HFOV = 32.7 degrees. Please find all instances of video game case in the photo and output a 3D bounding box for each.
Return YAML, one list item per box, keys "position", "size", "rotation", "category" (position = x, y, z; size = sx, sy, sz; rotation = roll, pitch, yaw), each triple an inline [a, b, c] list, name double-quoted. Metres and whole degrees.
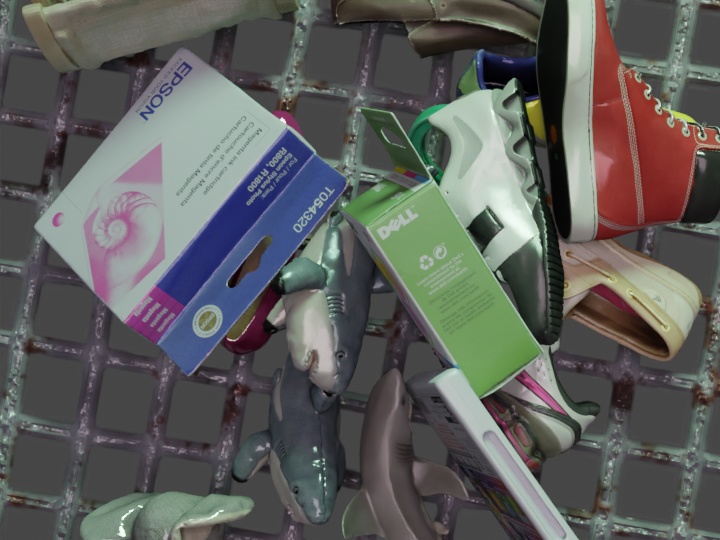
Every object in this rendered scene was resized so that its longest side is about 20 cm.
- position: [0.101, 0.152, 0.904]
  size: [0.023, 0.200, 0.182]
  rotation: [-35, 88, -7]
  category: "video game case"

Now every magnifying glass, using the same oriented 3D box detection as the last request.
- position: [0.126, -0.063, 0.985]
  size: [0.200, 0.080, 0.022]
  rotation: [32, 48, -6]
  category: "magnifying glass"

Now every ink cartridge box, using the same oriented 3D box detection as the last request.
- position: [0.041, -0.015, 0.865]
  size: [0.059, 0.104, 0.200]
  rotation: [-34, 104, -3]
  category: "ink cartridge box"
- position: [-0.138, -0.052, 0.962]
  size: [0.200, 0.043, 0.196]
  rotation: [39, 90, 35]
  category: "ink cartridge box"

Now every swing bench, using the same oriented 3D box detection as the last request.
- position: [-0.168, -0.266, 0.945]
  size: [0.199, 0.130, 0.200]
  rotation: [-15, 108, 2]
  category: "swing bench"

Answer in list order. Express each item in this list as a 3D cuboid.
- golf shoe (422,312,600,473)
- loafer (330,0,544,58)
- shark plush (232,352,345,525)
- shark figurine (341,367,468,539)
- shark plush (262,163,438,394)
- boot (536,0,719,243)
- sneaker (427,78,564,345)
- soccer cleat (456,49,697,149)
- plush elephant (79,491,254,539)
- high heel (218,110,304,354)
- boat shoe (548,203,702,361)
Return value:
- position: [0.107, 0.059, 0.976]
  size: [0.092, 0.073, 0.200]
  rotation: [-34, 91, -4]
  category: "golf shoe"
- position: [0.066, -0.204, 0.992]
  size: [0.200, 0.073, 0.071]
  rotation: [16, 99, 9]
  category: "loafer"
- position: [-0.026, 0.099, 0.967]
  size: [0.091, 0.083, 0.200]
  rotation: [23, 74, -15]
  category: "shark plush"
- position: [0.034, 0.198, 0.924]
  size: [0.215, 0.089, 0.128]
  rotation: [58, 134, 20]
  category: "shark figurine"
- position: [0.000, 0.000, 0.943]
  size: [0.083, 0.091, 0.200]
  rotation: [32, 53, 6]
  category: "shark plush"
- position: [0.211, -0.127, 0.914]
  size: [0.144, 0.072, 0.200]
  rotation: [-9, 104, -7]
  category: "boot"
- position: [0.099, -0.036, 0.917]
  size: [0.088, 0.074, 0.200]
  rotation: [-14, 77, 14]
  category: "sneaker"
- position: [0.174, -0.126, 0.965]
  size: [0.200, 0.084, 0.065]
  rotation: [12, 52, 5]
  category: "soccer cleat"
- position: [-0.151, 0.244, 0.951]
  size: [0.155, 0.165, 0.200]
  rotation: [-46, 121, -32]
  category: "plush elephant"
- position: [-0.077, -0.033, 0.973]
  size: [0.067, 0.096, 0.200]
  rotation: [4, 88, 3]
  category: "high heel"
- position: [0.169, 0.008, 0.962]
  size: [0.200, 0.074, 0.069]
  rotation: [24, 56, 3]
  category: "boat shoe"
